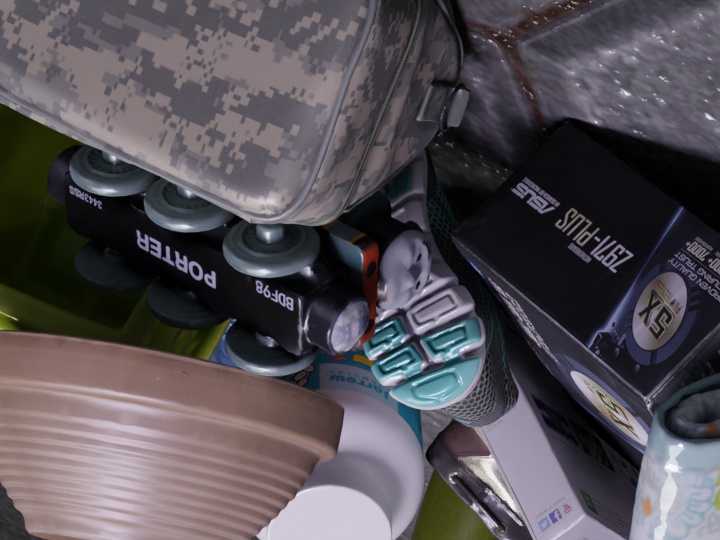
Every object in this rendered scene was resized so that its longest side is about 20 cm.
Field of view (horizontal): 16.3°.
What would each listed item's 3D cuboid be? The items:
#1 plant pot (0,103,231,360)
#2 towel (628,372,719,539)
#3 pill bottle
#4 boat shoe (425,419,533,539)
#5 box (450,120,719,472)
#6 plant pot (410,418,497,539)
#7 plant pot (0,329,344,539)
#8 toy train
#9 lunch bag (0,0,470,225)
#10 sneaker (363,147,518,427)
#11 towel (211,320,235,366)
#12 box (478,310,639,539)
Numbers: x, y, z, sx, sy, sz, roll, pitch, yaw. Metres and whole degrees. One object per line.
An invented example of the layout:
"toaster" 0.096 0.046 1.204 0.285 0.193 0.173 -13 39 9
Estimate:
"plant pot" -0.148 -0.042 1.419 0.198 0.201 0.182 24 166 16
"towel" 0.214 0.111 1.182 0.048 0.199 0.172 51 148 46
"pill bottle" -0.019 0.092 1.445 0.111 0.111 0.201 39 -157 -23
"boat shoe" 0.115 0.160 1.430 0.201 0.066 0.072 52 -161 -5
"box" 0.157 0.046 1.249 0.164 0.086 0.200 42 173 44
"plant pot" 0.111 0.194 1.602 0.199 0.194 0.201 27 161 10
"plant pot" -0.113 0.096 1.267 0.199 0.093 0.201 11 169 2
"toy train" -0.059 -0.024 1.229 0.199 0.114 0.086 26 133 32
"lunch bag" -0.060 -0.113 1.182 0.199 0.140 0.168 24 -172 19
"sneaker" 0.029 0.001 1.303 0.077 0.201 0.091 -27 144 16
"towel" -0.080 0.043 1.640 0.201 0.048 0.112 89 161 -56
"box" 0.102 0.083 1.370 0.144 0.036 0.201 35 -156 -51
